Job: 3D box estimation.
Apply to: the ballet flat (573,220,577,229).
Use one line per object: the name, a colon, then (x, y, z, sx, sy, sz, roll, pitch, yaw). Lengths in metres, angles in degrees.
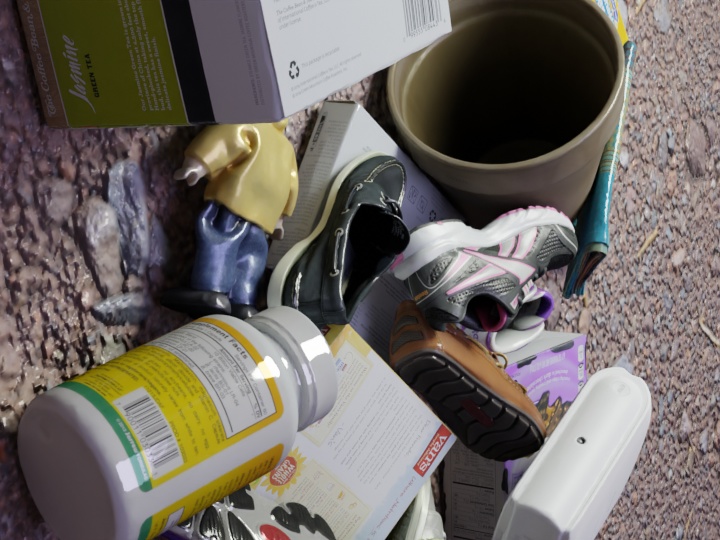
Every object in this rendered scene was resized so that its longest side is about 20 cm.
ballet flat: (0.197, -0.070, 1.513, 0.199, 0.067, 0.071, 19, 98, -54)

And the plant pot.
plant pot: (0.131, -0.116, 1.338, 0.174, 0.198, 0.202, 71, 38, -54)

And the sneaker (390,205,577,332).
sneaker: (0.105, 0.008, 1.262, 0.198, 0.080, 0.087, -11, 71, -40)

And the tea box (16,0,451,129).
tea box: (-0.080, -0.182, 0.986, 0.199, 0.195, 0.135, -33, 119, -49)

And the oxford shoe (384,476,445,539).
oxford shoe: (0.045, 0.240, 1.282, 0.057, 0.075, 0.202, 22, 47, -26)

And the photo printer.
photo printer: (0.182, 0.189, 1.351, 0.200, 0.069, 0.168, -48, 158, -40)

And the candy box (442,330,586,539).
candy box: (0.147, 0.170, 1.465, 0.167, 0.071, 0.203, -15, 106, -55)

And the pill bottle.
pill bottle: (-0.111, 0.096, 1.013, 0.199, 0.112, 0.114, -26, 115, -40)

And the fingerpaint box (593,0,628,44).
fingerpaint box: (0.171, -0.239, 1.462, 0.168, 0.073, 0.201, -56, 136, -36)

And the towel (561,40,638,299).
towel: (0.220, -0.087, 1.422, 0.147, 0.021, 0.203, 96, 7, -72)

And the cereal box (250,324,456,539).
cereal box: (-0.017, 0.137, 1.210, 0.144, 0.039, 0.200, -52, 138, -10)

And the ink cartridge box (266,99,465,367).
ink cartridge box: (0.000, 0.000, 1.259, 0.200, 0.040, 0.202, 43, 60, -49)

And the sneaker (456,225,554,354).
sneaker: (0.131, 0.017, 1.391, 0.201, 0.113, 0.073, -52, 132, -45)

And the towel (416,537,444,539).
towel: (-0.029, 0.265, 1.169, 0.037, 0.148, 0.199, 54, 37, 8)

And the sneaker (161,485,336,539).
sneaker: (-0.100, 0.194, 1.102, 0.199, 0.083, 0.081, 36, 26, -36)

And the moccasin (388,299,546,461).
moccasin: (0.089, 0.093, 1.294, 0.201, 0.073, 0.078, 37, 36, -35)

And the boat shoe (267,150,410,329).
boat shoe: (0.003, -0.023, 1.156, 0.200, 0.065, 0.075, -49, 133, -49)

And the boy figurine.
boy figurine: (-0.088, -0.065, 1.103, 0.124, 0.064, 0.203, 22, 74, -56)
